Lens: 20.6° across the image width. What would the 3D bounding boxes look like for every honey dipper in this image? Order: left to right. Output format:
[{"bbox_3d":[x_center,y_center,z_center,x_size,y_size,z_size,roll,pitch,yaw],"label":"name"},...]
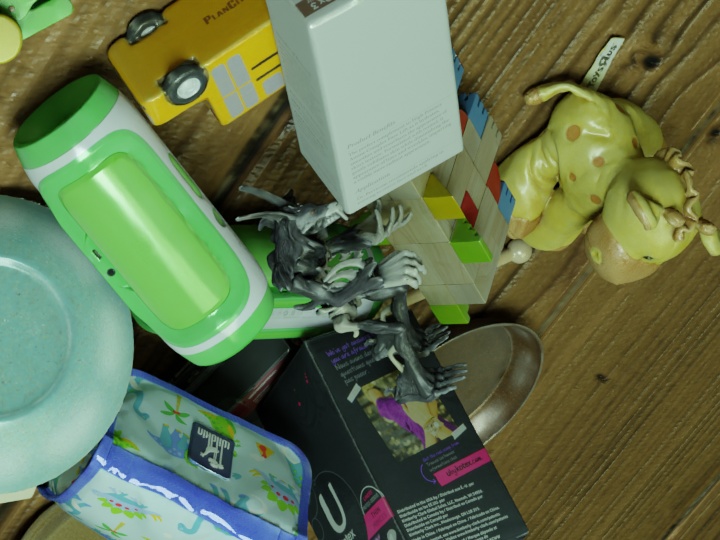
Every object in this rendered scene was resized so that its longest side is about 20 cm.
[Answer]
[{"bbox_3d":[0.065,0.014,1.692,0.199,0.038,0.038,-22,144,-27],"label":"honey dipper"}]

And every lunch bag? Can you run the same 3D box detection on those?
[{"bbox_3d":[-0.134,0.156,1.449,0.169,0.200,0.128,27,87,-14],"label":"lunch bag"}]

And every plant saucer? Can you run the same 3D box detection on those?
[{"bbox_3d":[-0.245,0.046,1.310,0.200,0.203,0.039,-24,179,-18],"label":"plant saucer"},{"bbox_3d":[0.077,0.113,1.819,0.199,0.035,0.201,-24,143,-19],"label":"plant saucer"}]

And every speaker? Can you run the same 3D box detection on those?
[{"bbox_3d":[-0.143,-0.031,1.327,0.088,0.089,0.201,-37,114,1],"label":"speaker"},{"bbox_3d":[-0.076,0.007,1.493,0.199,0.089,0.089,0,132,-42],"label":"speaker"}]

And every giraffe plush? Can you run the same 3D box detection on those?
[{"bbox_3d":[0.215,-0.061,1.621,0.171,0.163,0.201,-14,141,-30],"label":"giraffe plush"}]

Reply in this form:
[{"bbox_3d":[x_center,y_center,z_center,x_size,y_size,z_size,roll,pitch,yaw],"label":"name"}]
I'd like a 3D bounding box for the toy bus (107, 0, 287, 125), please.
[{"bbox_3d":[-0.067,-0.166,1.330,0.199,0.065,0.078,-34,148,-6],"label":"toy bus"}]

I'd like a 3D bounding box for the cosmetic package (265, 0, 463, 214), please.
[{"bbox_3d":[0.004,-0.138,1.307,0.101,0.074,0.201,-29,145,-13],"label":"cosmetic package"}]

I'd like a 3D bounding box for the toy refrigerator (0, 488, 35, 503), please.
[{"bbox_3d":[-0.249,0.074,1.437,0.069,0.076,0.201,-5,134,-38],"label":"toy refrigerator"}]

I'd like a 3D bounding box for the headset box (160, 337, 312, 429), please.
[{"bbox_3d":[-0.082,0.110,1.631,0.149,0.077,0.200,-46,144,11],"label":"headset box"}]

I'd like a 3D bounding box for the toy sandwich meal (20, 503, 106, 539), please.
[{"bbox_3d":[-0.224,0.281,1.667,0.203,0.070,0.208,1,88,-34],"label":"toy sandwich meal"}]

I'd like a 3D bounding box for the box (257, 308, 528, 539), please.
[{"bbox_3d":[0.021,0.152,1.508,0.105,0.201,0.122,-15,156,-31],"label":"box"}]

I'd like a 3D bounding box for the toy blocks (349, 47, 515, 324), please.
[{"bbox_3d":[0.063,-0.074,1.511,0.201,0.099,0.138,56,42,-42],"label":"toy blocks"}]

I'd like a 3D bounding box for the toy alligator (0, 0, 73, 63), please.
[{"bbox_3d":[-0.222,-0.158,1.211,0.199,0.059,0.054,-36,106,-2],"label":"toy alligator"}]

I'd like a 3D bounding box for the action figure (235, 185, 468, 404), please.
[{"bbox_3d":[0.000,0.000,1.409,0.102,0.119,0.200,-32,122,16],"label":"action figure"}]
